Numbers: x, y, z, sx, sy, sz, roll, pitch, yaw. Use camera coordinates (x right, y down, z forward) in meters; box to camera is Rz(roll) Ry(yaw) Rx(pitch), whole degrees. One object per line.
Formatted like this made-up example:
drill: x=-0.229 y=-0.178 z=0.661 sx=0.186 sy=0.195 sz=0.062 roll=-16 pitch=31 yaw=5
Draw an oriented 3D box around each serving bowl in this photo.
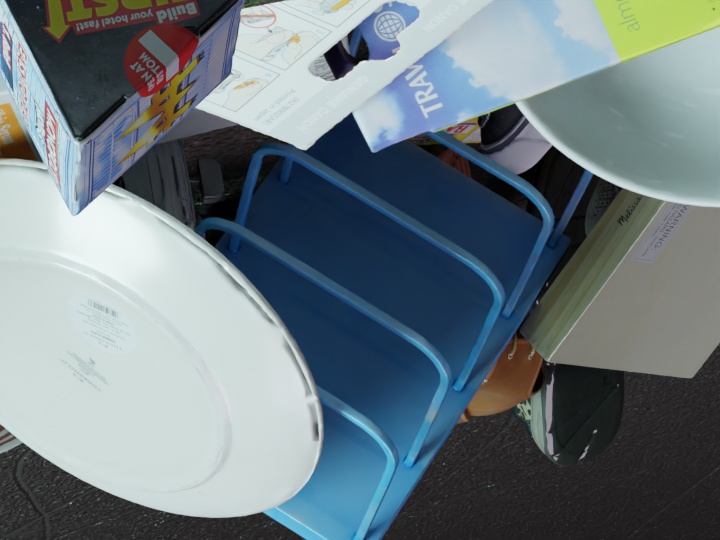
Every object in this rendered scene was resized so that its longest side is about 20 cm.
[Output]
serving bowl: x=0.147 y=-0.127 z=1.020 sx=0.200 sy=0.200 sz=0.066 roll=-19 pitch=-155 yaw=16

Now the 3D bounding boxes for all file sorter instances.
file sorter: x=0.000 y=0.000 z=1.135 sx=0.200 sy=0.139 sz=0.123 roll=-55 pitch=172 yaw=-28

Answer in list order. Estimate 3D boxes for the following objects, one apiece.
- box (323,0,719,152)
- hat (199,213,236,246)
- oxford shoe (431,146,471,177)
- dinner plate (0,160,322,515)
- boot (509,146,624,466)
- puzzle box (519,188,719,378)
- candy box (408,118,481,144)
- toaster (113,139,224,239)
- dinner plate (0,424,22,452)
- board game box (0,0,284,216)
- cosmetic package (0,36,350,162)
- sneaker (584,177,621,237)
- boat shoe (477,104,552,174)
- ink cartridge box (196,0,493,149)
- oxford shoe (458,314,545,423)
box: x=0.072 y=-0.134 z=0.960 sx=0.200 sy=0.122 sz=0.048 roll=-20 pitch=-156 yaw=18
hat: x=-0.051 y=0.010 z=1.403 sx=0.201 sy=0.081 sz=0.201 roll=10 pitch=163 yaw=3
oxford shoe: x=0.024 y=-0.024 z=1.367 sx=0.074 sy=0.071 sz=0.200 roll=-5 pitch=172 yaw=-2
dinner plate: x=-0.109 y=0.037 z=1.053 sx=0.200 sy=0.200 sz=0.024 roll=-33 pitch=-162 yaw=49
boot: x=0.090 y=-0.004 z=1.477 sx=0.073 sy=0.204 sz=0.154 roll=-14 pitch=-153 yaw=-27
puzzle box: x=0.175 y=-0.034 z=1.217 sx=0.133 sy=0.025 sz=0.200 roll=10 pitch=121 yaw=-51
candy box: x=0.090 y=-0.096 z=1.286 sx=0.200 sy=0.026 sz=0.102 roll=-4 pitch=161 yaw=-31
toaster: x=-0.165 y=-0.021 z=1.177 sx=0.200 sy=0.114 sz=0.129 roll=-6 pitch=159 yaw=-13
dinner plate: x=-0.228 y=0.046 z=1.236 sx=0.200 sy=0.200 sz=0.024 roll=-9 pitch=124 yaw=-19
board game box: x=-0.054 y=-0.125 z=0.748 sx=0.200 sy=0.200 sz=0.062 roll=-11 pitch=163 yaw=-10
cosmetic package: x=-0.108 y=-0.095 z=1.040 sx=0.200 sy=0.071 sz=0.101 roll=-14 pitch=164 yaw=-1
sneaker: x=0.155 y=-0.083 z=1.238 sx=0.082 sy=0.075 sz=0.200 roll=0 pitch=130 yaw=-40
boat shoe: x=0.079 y=-0.111 z=1.150 sx=0.068 sy=0.072 sz=0.200 roll=25 pitch=154 yaw=-3
ink cartridge box: x=-0.062 y=-0.125 z=0.908 sx=0.200 sy=0.050 sz=0.161 roll=18 pitch=149 yaw=-28
oxford shoe: x=0.060 y=0.032 z=1.331 sx=0.071 sy=0.071 sz=0.200 roll=-10 pitch=166 yaw=9
